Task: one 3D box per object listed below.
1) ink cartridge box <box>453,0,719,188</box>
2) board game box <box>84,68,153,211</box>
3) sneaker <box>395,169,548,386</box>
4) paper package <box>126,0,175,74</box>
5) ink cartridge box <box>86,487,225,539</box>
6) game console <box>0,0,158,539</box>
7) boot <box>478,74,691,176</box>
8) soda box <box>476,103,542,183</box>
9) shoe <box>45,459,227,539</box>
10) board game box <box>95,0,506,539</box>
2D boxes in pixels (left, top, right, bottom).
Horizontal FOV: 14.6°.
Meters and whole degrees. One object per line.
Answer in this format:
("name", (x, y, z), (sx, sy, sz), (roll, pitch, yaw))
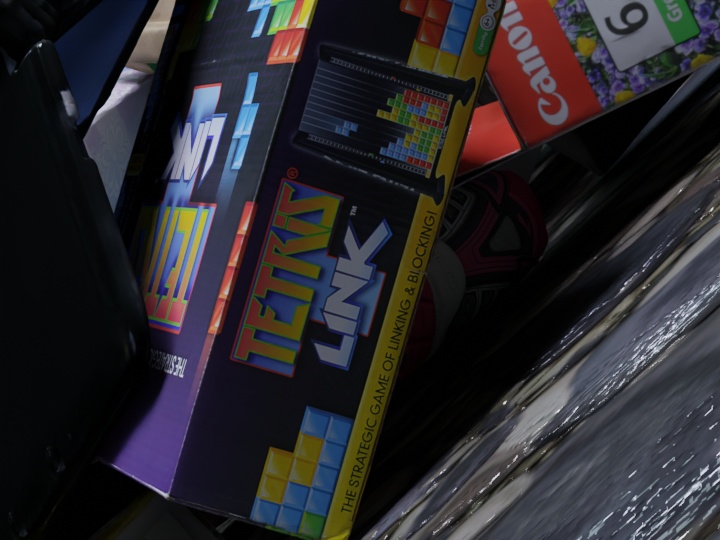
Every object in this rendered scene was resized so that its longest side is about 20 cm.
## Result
("ink cartridge box", (0.074, -0.084, 0.890), (0.200, 0.050, 0.109), (-25, 11, 12))
("board game box", (-0.113, 0.019, 1.219), (0.043, 0.200, 0.200), (3, 19, 15))
("sneaker", (0.000, 0.000, 0.997), (0.075, 0.081, 0.200), (-30, 15, -19))
("paper package", (-0.003, -0.168, 1.227), (0.103, 0.191, 0.200), (13, 8, 42))
("ink cartridge box", (-0.150, 0.173, 0.876), (0.198, 0.047, 0.200), (-39, 3, 41))
("game console", (-0.086, -0.015, 0.901), (0.176, 0.116, 0.200), (-46, -4, -37))
("boot", (0.104, -0.139, 0.962), (0.200, 0.186, 0.064), (-40, 45, 1))
("soda box", (0.048, -0.105, 1.100), (0.063, 0.068, 0.200), (6, 57, 26))
("shoe", (-0.121, 0.112, 1.007), (0.200, 0.072, 0.091), (-39, -3, 4))
("board game box", (-0.031, -0.014, 0.840), (0.200, 0.057, 0.166), (-175, 103, -74))
